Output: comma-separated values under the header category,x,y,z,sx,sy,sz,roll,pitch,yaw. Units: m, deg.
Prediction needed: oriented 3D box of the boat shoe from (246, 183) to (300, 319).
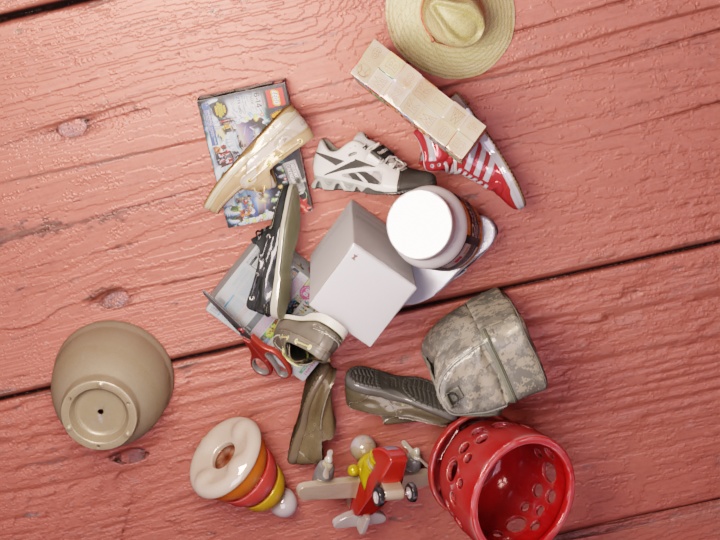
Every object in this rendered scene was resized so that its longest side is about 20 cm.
category,x,y,z,sx,sy,sz,roll,pitch,yaw
boat shoe,-0.133,-0.032,1.612,0.065,0.074,0.204,6,90,16

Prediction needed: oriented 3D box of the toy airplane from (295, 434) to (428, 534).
category,x,y,z,sx,sy,sz,roll,pitch,yaw
toy airplane,0.014,0.346,1.796,0.196,0.143,0.200,-23,153,15

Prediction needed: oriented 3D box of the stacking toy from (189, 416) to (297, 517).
category,x,y,z,sx,sy,sz,roll,pitch,yaw
stacking toy,-0.176,0.353,1.804,0.145,0.147,0.200,-34,127,11

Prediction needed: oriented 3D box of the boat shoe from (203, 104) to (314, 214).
category,x,y,z,sx,sy,sz,roll,pitch,yaw
boat shoe,-0.147,-0.148,1.581,0.069,0.074,0.200,42,103,-10

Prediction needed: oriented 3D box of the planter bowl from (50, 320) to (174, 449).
category,x,y,z,sx,sy,sz,roll,pitch,yaw
planter bowl,-0.401,0.199,1.715,0.196,0.135,0.204,-1,111,-2

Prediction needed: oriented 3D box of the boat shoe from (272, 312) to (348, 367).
category,x,y,z,sx,sy,sz,roll,pitch,yaw
boat shoe,-0.087,0.107,1.596,0.072,0.201,0.061,37,69,-18

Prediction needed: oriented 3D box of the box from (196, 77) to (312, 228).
category,x,y,z,sx,sy,sz,roll,pitch,yaw
box,-0.157,-0.175,1.631,0.134,0.040,0.203,-12,111,2

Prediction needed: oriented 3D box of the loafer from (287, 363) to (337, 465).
category,x,y,z,sx,sy,sz,roll,pitch,yaw
loafer,-0.068,0.235,1.776,0.066,0.076,0.203,14,120,-8

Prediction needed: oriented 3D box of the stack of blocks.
category,x,y,z,sx,sy,sz,roll,pitch,yaw
stack of blocks,0.084,-0.237,1.544,0.199,0.115,0.059,39,95,4

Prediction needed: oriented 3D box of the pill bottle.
category,x,y,z,sx,sy,sz,roll,pitch,yaw
pill bottle,0.106,-0.059,1.556,0.114,0.200,0.119,0,88,16

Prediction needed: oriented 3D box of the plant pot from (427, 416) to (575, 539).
category,x,y,z,sx,sy,sz,roll,pitch,yaw
plant pot,0.215,0.332,1.739,0.197,0.182,0.204,-7,106,-27

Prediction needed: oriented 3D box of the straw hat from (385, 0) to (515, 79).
category,x,y,z,sx,sy,sz,roll,pitch,yaw
straw hat,0.135,-0.362,1.545,0.197,0.085,0.205,-1,111,-2

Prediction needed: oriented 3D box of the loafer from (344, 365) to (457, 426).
category,x,y,z,sx,sy,sz,roll,pitch,yaw
loafer,0.063,0.215,1.777,0.197,0.076,0.070,18,121,-4

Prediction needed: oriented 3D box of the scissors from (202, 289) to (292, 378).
category,x,y,z,sx,sy,sz,roll,pitch,yaw
scissors,-0.171,0.098,1.671,0.072,0.014,0.202,-3,131,33

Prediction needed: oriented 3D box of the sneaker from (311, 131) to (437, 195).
category,x,y,z,sx,sy,sz,roll,pitch,yaw
sneaker,0.019,-0.159,1.606,0.196,0.074,0.090,6,102,18

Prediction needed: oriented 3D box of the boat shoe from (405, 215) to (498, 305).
category,x,y,z,sx,sy,sz,roll,pitch,yaw
boat shoe,0.130,-0.015,1.687,0.199,0.068,0.072,-40,78,12

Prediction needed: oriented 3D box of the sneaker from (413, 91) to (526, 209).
category,x,y,z,sx,sy,sz,roll,pitch,yaw
sneaker,0.160,-0.154,1.633,0.112,0.071,0.201,-35,101,7

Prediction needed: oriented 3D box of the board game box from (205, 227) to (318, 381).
category,x,y,z,sx,sy,sz,roll,pitch,yaw
board game box,-0.121,0.055,1.708,0.199,0.064,0.148,38,106,-13

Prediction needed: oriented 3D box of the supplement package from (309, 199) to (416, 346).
category,x,y,z,sx,sy,sz,roll,pitch,yaw
supplement package,0.000,0.000,1.617,0.116,0.201,0.118,35,106,-14

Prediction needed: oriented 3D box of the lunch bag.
category,x,y,z,sx,sy,sz,roll,pitch,yaw
lunch bag,0.182,0.134,1.679,0.165,0.200,0.141,-23,108,3
